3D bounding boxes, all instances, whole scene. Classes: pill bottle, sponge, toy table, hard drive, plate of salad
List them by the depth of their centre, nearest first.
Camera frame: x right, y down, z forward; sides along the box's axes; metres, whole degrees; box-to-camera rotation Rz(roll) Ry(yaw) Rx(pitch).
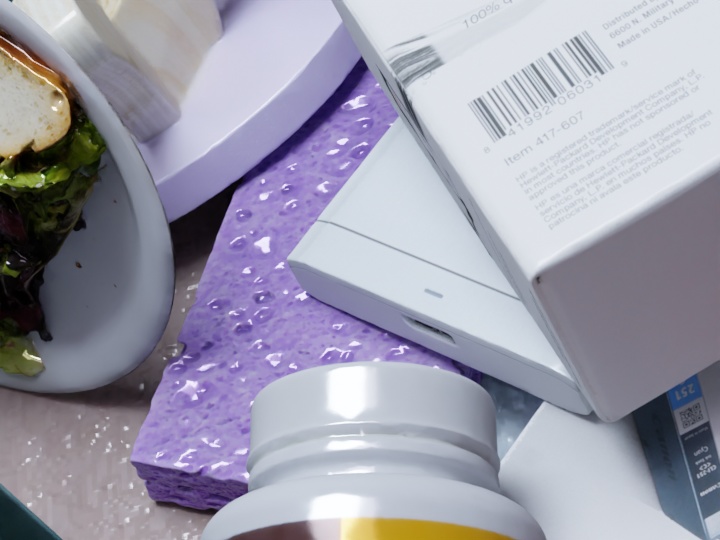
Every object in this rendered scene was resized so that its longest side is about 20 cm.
[{"bbox_3d":[0.004,0.134,0.722,0.109,0.109,0.201,-6,65,14],"label":"pill bottle"},{"bbox_3d":[-0.155,-0.028,0.854,0.199,0.201,0.048,12,44,26],"label":"plate of salad"},{"bbox_3d":[0.082,-0.053,0.855,0.132,0.027,0.200,22,65,38],"label":"hard drive"},{"bbox_3d":[0.000,0.000,0.889,0.111,0.030,0.201,7,58,22],"label":"sponge"},{"bbox_3d":[-0.102,-0.099,0.918,0.200,0.117,0.184,-42,40,-5],"label":"toy table"}]

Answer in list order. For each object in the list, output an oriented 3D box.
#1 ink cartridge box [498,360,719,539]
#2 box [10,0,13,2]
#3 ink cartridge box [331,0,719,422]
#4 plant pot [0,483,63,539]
[{"bbox_3d":[0.158,0.052,0.790,0.176,0.045,0.200,24,67,32],"label":"ink cartridge box"},{"bbox_3d":[-0.140,-0.165,1.040,0.082,0.049,0.200,24,66,31],"label":"box"},{"bbox_3d":[0.086,-0.072,0.793,0.146,0.084,0.200,-30,46,1],"label":"ink cartridge box"},{"bbox_3d":[-0.165,0.178,0.756,0.200,0.141,0.141,-33,52,4],"label":"plant pot"}]
